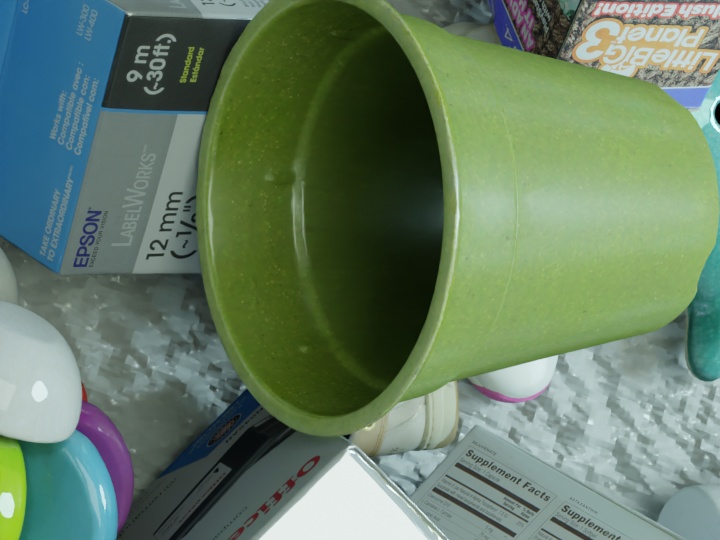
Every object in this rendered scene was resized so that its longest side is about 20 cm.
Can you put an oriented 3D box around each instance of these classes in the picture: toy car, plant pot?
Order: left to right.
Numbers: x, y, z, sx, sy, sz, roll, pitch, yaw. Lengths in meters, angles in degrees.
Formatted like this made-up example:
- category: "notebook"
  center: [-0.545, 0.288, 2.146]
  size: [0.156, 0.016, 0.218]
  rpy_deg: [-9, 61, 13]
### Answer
- category: "toy car"
  center: [-0.177, 0.086, 1.246]
  size: [0.150, 0.200, 0.175]
  rpy_deg: [20, 105, -34]
- category: "plant pot"
  center: [0.056, -0.030, 1.255]
  size: [0.190, 0.200, 0.201]
  rpy_deg: [-2, 89, -35]

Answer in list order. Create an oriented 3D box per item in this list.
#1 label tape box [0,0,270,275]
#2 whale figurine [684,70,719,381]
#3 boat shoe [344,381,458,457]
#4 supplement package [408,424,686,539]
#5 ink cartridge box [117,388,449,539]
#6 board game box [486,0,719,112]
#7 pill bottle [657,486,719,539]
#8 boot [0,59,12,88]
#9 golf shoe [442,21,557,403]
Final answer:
- category: "label tape box"
  center: [-0.107, -0.071, 1.296]
  size: [0.200, 0.066, 0.144]
  rpy_deg: [-2, 124, -33]
- category: "whale figurine"
  center: [0.181, -0.044, 1.443]
  size: [0.159, 0.104, 0.200]
  rpy_deg: [-24, 96, -22]
- category: "boat shoe"
  center: [0.000, 0.000, 1.379]
  size: [0.069, 0.074, 0.200]
  rpy_deg: [-14, 100, -21]
- category: "supplement package"
  center: [0.067, 0.216, 1.334]
  size: [0.200, 0.151, 0.152]
  rpy_deg: [-46, 135, -18]
- category: "ink cartridge box"
  center: [-0.050, 0.140, 1.276]
  size: [0.145, 0.200, 0.084]
  rpy_deg: [-45, 104, -7]
- category: "board game box"
  center: [0.131, -0.200, 1.326]
  size: [0.097, 0.200, 0.160]
  rpy_deg: [-2, 52, -22]
- category: "pill bottle"
  center: [0.263, 0.159, 1.459]
  size: [0.200, 0.110, 0.110]
  rpy_deg: [1, 88, -22]
- category: "boot"
  center: [-0.154, -0.181, 1.329]
  size: [0.200, 0.074, 0.155]
  rpy_deg: [-27, 92, -26]
- category: "golf shoe"
  center: [0.073, -0.030, 1.406]
  size: [0.075, 0.091, 0.200]
  rpy_deg: [-11, 93, -24]
